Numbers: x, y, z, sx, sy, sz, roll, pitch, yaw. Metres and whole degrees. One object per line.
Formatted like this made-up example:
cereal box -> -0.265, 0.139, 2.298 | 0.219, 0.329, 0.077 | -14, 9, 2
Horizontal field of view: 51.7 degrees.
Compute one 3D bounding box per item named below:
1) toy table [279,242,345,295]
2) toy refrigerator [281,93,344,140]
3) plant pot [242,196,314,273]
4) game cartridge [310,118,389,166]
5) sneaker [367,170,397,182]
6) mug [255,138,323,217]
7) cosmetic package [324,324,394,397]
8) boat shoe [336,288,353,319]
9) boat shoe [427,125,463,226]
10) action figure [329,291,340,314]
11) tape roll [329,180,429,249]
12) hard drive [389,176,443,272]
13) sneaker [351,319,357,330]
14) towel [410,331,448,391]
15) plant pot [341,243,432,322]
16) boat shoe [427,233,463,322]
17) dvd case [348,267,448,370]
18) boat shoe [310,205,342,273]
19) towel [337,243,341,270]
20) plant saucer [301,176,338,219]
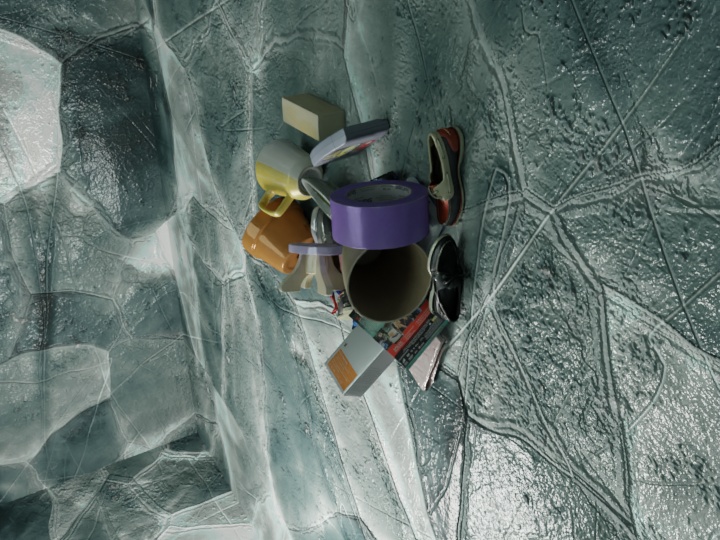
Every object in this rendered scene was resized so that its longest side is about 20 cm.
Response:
toy table -> -0.114, -0.007, 1.858 | 0.200, 0.181, 0.119 | -158, 69, -74
toy refrigerator -> -0.118, -0.379, 1.842 | 0.200, 0.075, 0.071 | 38, 136, 49
plant pot -> -0.212, -0.087, 2.079 | 0.140, 0.199, 0.201 | 44, 144, 19
game cartridge -> -0.034, -0.283, 1.666 | 0.200, 0.132, 0.041 | -20, 86, 64
sneaker -> 0.050, -0.150, 1.659 | 0.079, 0.075, 0.201 | 55, 157, 17
mug -> -0.178, -0.239, 1.966 | 0.153, 0.148, 0.189 | 28, 117, 44
cosmetic package -> 0.016, 0.187, 1.714 | 0.201, 0.071, 0.102 | -50, 53, 19
boat shoe -> -0.024, 0.089, 1.902 | 0.202, 0.073, 0.064 | 106, 157, -75
boat shoe -> 0.158, -0.176, 1.428 | 0.071, 0.062, 0.202 | 37, 137, 48
action figure -> -0.107, 0.033, 2.051 | 0.099, 0.065, 0.202 | -43, 66, 48
tape roll -> 0.039, -0.115, 1.483 | 0.199, 0.198, 0.086 | 30, 130, 54
hard drive -> 0.114, -0.083, 1.603 | 0.133, 0.025, 0.201 | 58, 149, 29
sneaker -> 0.013, 0.101, 1.776 | 0.066, 0.078, 0.203 | -150, 47, -64
towel -> 0.123, 0.145, 1.703 | 0.201, 0.032, 0.192 | 58, 150, 34
plant pot -> 0.033, -0.017, 1.601 | 0.200, 0.185, 0.190 | -126, 30, -61
boat shoe -> 0.177, 0.022, 1.487 | 0.066, 0.074, 0.201 | 42, 140, 43
dvd case -> 0.082, 0.103, 1.632 | 0.200, 0.146, 0.022 | 39, 179, 34
boat shoe -> -0.079, -0.071, 1.961 | 0.069, 0.071, 0.203 | 1, 103, 34
towel -> 0.000, 0.000, 1.849 | 0.200, 0.023, 0.145 | 49, 156, 39
plant saucer -> -0.062, -0.165, 1.824 | 0.200, 0.050, 0.200 | 46, 174, 7
